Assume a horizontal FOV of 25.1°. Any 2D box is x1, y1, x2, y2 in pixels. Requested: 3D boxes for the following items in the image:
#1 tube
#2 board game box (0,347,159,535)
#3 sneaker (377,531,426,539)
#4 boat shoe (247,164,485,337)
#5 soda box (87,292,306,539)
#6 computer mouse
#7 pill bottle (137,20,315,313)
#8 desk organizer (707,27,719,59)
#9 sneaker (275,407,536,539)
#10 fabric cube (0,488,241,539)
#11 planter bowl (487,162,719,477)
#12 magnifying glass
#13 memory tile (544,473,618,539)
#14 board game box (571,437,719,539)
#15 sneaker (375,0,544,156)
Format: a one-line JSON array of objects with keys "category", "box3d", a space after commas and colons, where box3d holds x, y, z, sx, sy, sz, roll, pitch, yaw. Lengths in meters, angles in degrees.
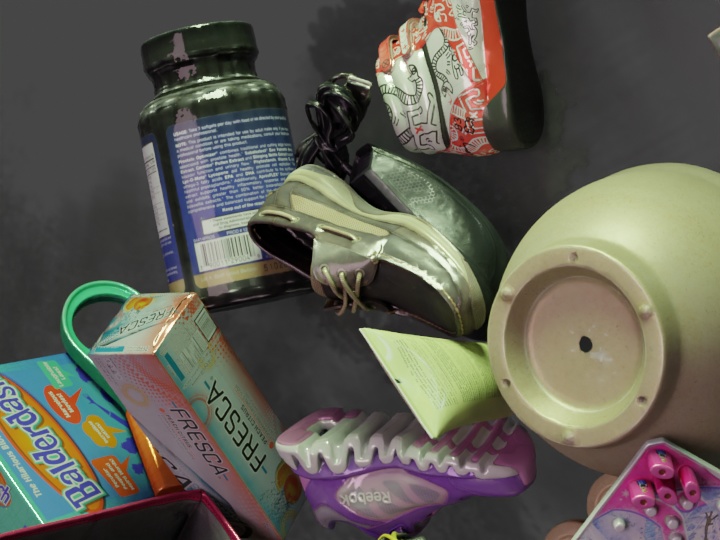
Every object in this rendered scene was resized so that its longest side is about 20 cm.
[{"category": "tube", "box3d": [0.055, 0.069, 1.009, 0.058, 0.200, 0.052, 12, 91, 21]}, {"category": "board game box", "box3d": [-0.214, 0.134, 1.232, 0.152, 0.199, 0.045, 49, 121, 21]}, {"category": "sneaker", "box3d": [0.004, 0.212, 1.101, 0.085, 0.199, 0.074, -67, 23, 8]}, {"category": "boat shoe", "box3d": [0.000, 0.000, 1.066, 0.200, 0.073, 0.075, 30, 148, 43]}, {"category": "soda box", "box3d": [-0.112, 0.108, 1.172, 0.068, 0.064, 0.201, -3, 130, 37]}, {"category": "computer mouse", "box3d": [0.041, -0.041, 1.093, 0.200, 0.053, 0.139, 49, 156, 11]}, {"category": "pill bottle", "box3d": [-0.101, -0.073, 1.178, 0.111, 0.112, 0.202, -12, 88, 37]}, {"category": "desk organizer", "box3d": [0.286, -0.065, 0.913, 0.072, 0.077, 0.201, -33, 76, 34]}, {"category": "sneaker", "box3d": [0.037, 0.147, 1.129, 0.199, 0.080, 0.089, -3, 107, 34]}, {"category": "fabric cube", "box3d": [-0.169, 0.303, 1.116, 0.196, 0.199, 0.200, 50, 127, 30]}, {"category": "planter bowl", "box3d": [0.160, 0.037, 0.983, 0.199, 0.134, 0.202, 4, 97, 36]}, {"category": "magnifying glass", "box3d": [-0.177, 0.089, 1.253, 0.201, 0.079, 0.022, 65, 148, 31]}, {"category": "memory tile", "box3d": [0.189, 0.245, 1.051, 0.200, 0.017, 0.154, 49, 116, 21]}, {"category": "board game box", "box3d": [0.202, 0.224, 0.963, 0.199, 0.026, 0.201, 30, 112, -8]}, {"category": "sneaker", "box3d": [0.057, -0.176, 1.077, 0.107, 0.067, 0.203, -3, 96, 34]}]
